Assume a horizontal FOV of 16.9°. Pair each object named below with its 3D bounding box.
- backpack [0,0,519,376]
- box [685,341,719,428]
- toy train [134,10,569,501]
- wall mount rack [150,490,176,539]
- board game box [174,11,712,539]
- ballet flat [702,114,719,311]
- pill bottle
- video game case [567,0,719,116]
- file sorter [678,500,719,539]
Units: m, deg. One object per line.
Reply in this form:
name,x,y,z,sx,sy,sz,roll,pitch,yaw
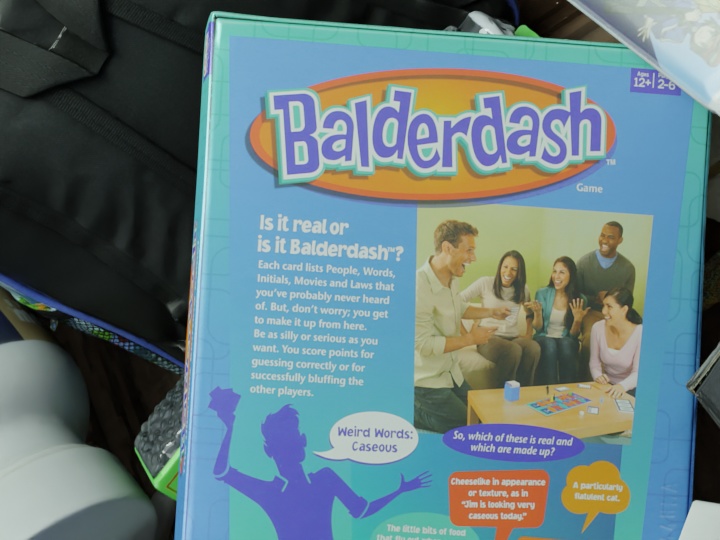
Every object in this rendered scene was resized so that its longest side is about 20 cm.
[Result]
backpack,-0.076,-0.073,0.810,0.183,0.200,0.147,-58,41,9
box,0.218,0.067,0.628,0.200,0.198,0.050,54,142,25
toy train,0.000,0.000,0.780,0.200,0.056,0.042,-53,29,7
wall mount rack,-0.154,0.147,0.887,0.200,0.075,0.174,16,51,29
board game box,0.023,0.030,0.717,0.152,0.045,0.201,4,88,-6
ballet flat,0.093,-0.016,0.783,0.200,0.071,0.071,-41,64,15
pill bottle,-0.165,0.040,0.833,0.116,0.116,0.200,-48,68,12
video game case,0.102,-0.172,0.697,0.182,0.023,0.200,42,104,28
file sorter,0.127,0.186,0.633,0.124,0.139,0.200,5,43,23
